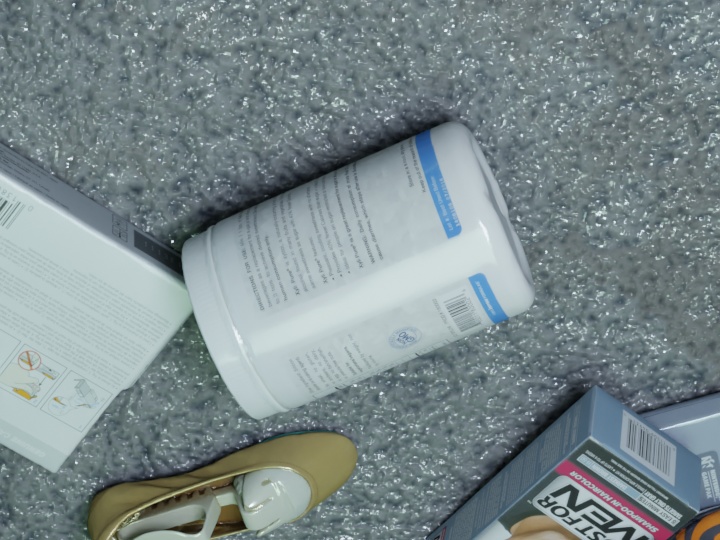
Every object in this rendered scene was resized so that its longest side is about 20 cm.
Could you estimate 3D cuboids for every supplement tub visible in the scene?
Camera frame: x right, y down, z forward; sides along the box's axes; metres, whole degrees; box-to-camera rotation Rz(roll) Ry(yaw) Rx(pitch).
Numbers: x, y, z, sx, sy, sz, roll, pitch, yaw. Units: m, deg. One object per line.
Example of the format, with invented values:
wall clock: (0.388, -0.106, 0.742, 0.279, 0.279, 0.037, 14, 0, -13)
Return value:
supplement tub: (0.000, 0.000, 1.347, 0.199, 0.132, 0.133, -22, 121, 8)

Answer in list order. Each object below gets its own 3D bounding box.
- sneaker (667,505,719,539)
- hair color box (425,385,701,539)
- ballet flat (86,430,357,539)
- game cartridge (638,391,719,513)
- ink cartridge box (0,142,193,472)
sneaker: (0.228, 0.233, 1.439, 0.200, 0.112, 0.078, -40, 97, -22)
hair color box: (0.138, 0.180, 1.481, 0.099, 0.061, 0.200, 34, 125, -13)
ballet flat: (-0.095, 0.168, 1.479, 0.198, 0.063, 0.069, -17, 122, 4)
game cartridge: (0.245, 0.180, 1.536, 0.132, 0.041, 0.201, -13, 122, 7)
ink cartridge box: (-0.232, 0.020, 1.389, 0.199, 0.044, 0.174, 32, 114, -22)
